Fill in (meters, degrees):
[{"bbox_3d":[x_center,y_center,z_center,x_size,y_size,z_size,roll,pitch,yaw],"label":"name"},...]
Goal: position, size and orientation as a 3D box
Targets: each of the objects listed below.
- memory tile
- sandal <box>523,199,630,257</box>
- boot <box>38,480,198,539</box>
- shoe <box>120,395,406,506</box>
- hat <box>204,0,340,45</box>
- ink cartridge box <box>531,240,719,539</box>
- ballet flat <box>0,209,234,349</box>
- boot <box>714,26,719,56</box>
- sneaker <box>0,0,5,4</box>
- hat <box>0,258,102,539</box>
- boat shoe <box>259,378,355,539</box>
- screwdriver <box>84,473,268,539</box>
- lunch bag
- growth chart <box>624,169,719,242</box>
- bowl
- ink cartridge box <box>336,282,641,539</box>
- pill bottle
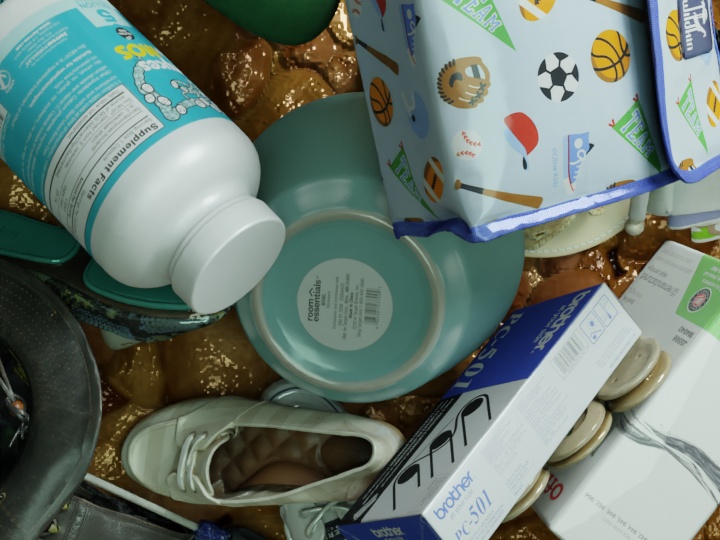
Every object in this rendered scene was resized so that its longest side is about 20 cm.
[{"bbox_3d":[0.104,0.104,0.873,0.200,0.153,0.017,-42,103,3],"label":"memory tile"},{"bbox_3d":[0.098,-0.042,0.894,0.210,0.070,0.078,-2,100,-8],"label":"sandal"},{"bbox_3d":[-0.221,0.213,0.890,0.199,0.069,0.175,19,96,-30],"label":"boot"},{"bbox_3d":[-0.069,0.115,0.872,0.198,0.053,0.071,-3,85,18],"label":"shoe"},{"bbox_3d":[-0.025,-0.164,0.836,0.165,0.201,0.176,-12,137,35],"label":"hat"},{"bbox_3d":[0.192,0.091,0.891,0.084,0.146,0.200,38,92,-12],"label":"ink cartridge box"},{"bbox_3d":[-0.165,0.012,0.842,0.199,0.074,0.075,17,98,19],"label":"ballet flat"},{"bbox_3d":[0.115,-0.141,0.844,0.198,0.138,0.078,-8,101,-7],"label":"boot"},{"bbox_3d":[-0.239,-0.148,0.814,0.199,0.078,0.080,-28,60,5],"label":"sneaker"},{"bbox_3d":[-0.237,0.094,0.824,0.199,0.081,0.202,-2,79,10],"label":"hat"},{"bbox_3d":[-0.015,0.169,0.915,0.073,0.065,0.201,-23,102,-3],"label":"boat shoe"},{"bbox_3d":[-0.119,0.163,0.891,0.199,0.029,0.028,33,80,-33],"label":"screwdriver"},{"bbox_3d":[0.108,-0.118,0.728,0.199,0.124,0.171,-15,101,-23],"label":"lunch bag"},{"bbox_3d":[0.270,-0.068,0.906,0.198,0.018,0.145,-5,138,-9],"label":"growth chart"},{"bbox_3d":[0.000,0.000,0.839,0.199,0.105,0.202,3,110,7],"label":"bowl"},{"bbox_3d":[0.079,0.093,0.817,0.044,0.094,0.200,51,57,-11],"label":"ink cartridge box"},{"bbox_3d":[-0.133,-0.067,0.780,0.111,0.111,0.200,-46,71,2],"label":"pill bottle"}]
